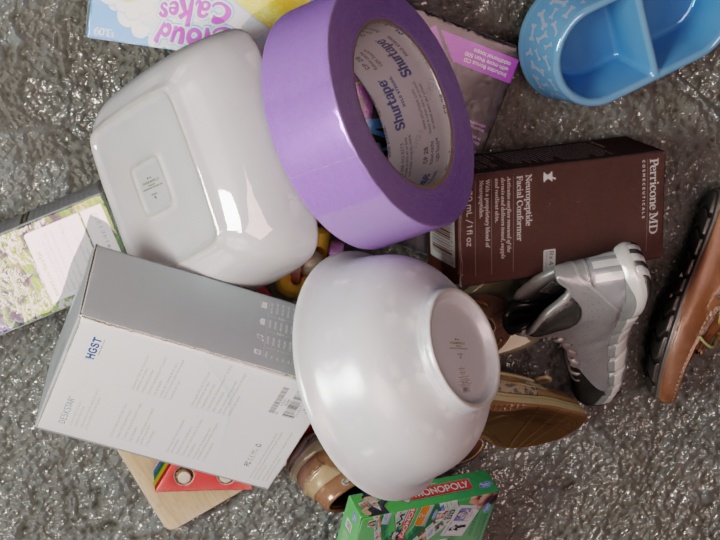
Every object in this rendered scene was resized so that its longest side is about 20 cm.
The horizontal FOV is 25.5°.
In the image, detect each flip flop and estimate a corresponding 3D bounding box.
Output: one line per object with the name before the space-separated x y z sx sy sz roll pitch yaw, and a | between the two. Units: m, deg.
flip flop | 0.094 0.051 1.410 0.200 0.058 0.081 -17 105 -6

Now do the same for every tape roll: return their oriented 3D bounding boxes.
tape roll | 0.009 -0.120 1.240 0.066 0.200 0.200 -18 108 31

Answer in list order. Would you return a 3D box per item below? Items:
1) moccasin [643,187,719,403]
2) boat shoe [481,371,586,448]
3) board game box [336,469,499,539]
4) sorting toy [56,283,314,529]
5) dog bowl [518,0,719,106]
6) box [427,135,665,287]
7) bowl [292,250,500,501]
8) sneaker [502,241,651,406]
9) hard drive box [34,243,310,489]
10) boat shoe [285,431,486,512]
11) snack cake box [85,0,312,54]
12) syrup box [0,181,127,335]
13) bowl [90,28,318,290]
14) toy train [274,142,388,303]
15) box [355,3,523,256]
moccasin | 0.315 0.027 1.443 0.078 0.074 0.202 22 88 -6
boat shoe | 0.116 0.110 1.404 0.200 0.063 0.073 13 137 -35
board game box | 0.035 0.264 1.399 0.134 0.029 0.200 -6 132 -25
sorting toy | -0.128 0.104 1.376 0.199 0.070 0.200 -30 106 -3
dog bowl | 0.234 -0.210 1.362 0.200 0.050 0.112 -27 122 -10
box | 0.160 -0.052 1.373 0.200 0.075 0.100 -9 108 -21
bowl | 0.044 0.070 1.221 0.090 0.201 0.201 -20 109 34
sneaker | 0.175 0.051 1.382 0.115 0.075 0.200 -7 140 -11
hard drive box | -0.138 0.080 1.254 0.200 0.077 0.156 17 137 -14
boat shoe | 0.031 0.173 1.389 0.200 0.072 0.076 -9 137 -32
snack cake box | -0.119 -0.233 1.305 0.200 0.067 0.115 7 99 -12
syrup box | -0.291 0.003 1.318 0.200 0.081 0.079 -23 103 -4
bowl | -0.135 -0.073 1.253 0.075 0.200 0.200 -18 88 -42
toy train | 0.000 0.000 1.325 0.150 0.056 0.200 -17 87 3
box | 0.038 -0.124 1.374 0.143 0.036 0.200 19 100 -14
